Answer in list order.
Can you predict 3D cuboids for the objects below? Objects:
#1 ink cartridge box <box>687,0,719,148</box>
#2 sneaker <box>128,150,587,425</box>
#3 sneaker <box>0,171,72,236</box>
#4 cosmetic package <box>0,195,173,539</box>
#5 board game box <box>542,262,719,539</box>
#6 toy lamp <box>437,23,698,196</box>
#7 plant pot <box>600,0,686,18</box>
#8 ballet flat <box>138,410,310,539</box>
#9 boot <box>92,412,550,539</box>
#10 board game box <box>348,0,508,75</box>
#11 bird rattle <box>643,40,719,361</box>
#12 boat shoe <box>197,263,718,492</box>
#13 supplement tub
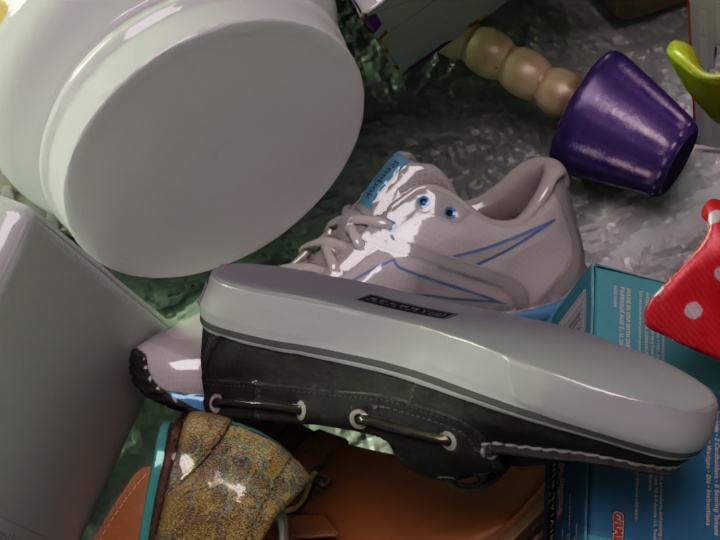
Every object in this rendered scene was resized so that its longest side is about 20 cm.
[{"bbox_3d":[0.235,-0.092,1.024,0.199,0.109,0.051,5,59,12],"label":"ink cartridge box"},{"bbox_3d":[0.000,0.000,0.984,0.199,0.087,0.075,-15,23,-26],"label":"sneaker"},{"bbox_3d":[-0.110,-0.045,1.070,0.199,0.071,0.094,-24,52,-9],"label":"sneaker"},{"bbox_3d":[-0.200,0.061,0.937,0.167,0.166,0.201,22,81,20],"label":"cosmetic package"},{"bbox_3d":[0.166,0.093,0.915,0.199,0.047,0.152,13,58,-12],"label":"board game box"},{"bbox_3d":[0.050,-0.094,1.076,0.199,0.058,0.058,32,68,17],"label":"toy lamp"},{"bbox_3d":[0.143,-0.228,1.085,0.199,0.200,0.178,-18,70,-3],"label":"plant pot"},{"bbox_3d":[-0.063,0.151,0.905,0.070,0.071,0.201,18,100,19],"label":"ballet flat"},{"bbox_3d":[0.003,0.085,0.975,0.154,0.074,0.200,34,66,29],"label":"boot"},{"bbox_3d":[-0.004,-0.197,1.021,0.105,0.103,0.201,-34,78,3],"label":"board game box"},{"bbox_3d":[0.190,-0.025,0.916,0.162,0.113,0.201,24,41,-26],"label":"bird rattle"},{"bbox_3d":[0.030,0.044,0.881,0.199,0.069,0.057,14,103,30],"label":"boat shoe"},{"bbox_3d":[-0.096,-0.109,0.980,0.144,0.145,0.200,-28,52,-9],"label":"supplement tub"}]
